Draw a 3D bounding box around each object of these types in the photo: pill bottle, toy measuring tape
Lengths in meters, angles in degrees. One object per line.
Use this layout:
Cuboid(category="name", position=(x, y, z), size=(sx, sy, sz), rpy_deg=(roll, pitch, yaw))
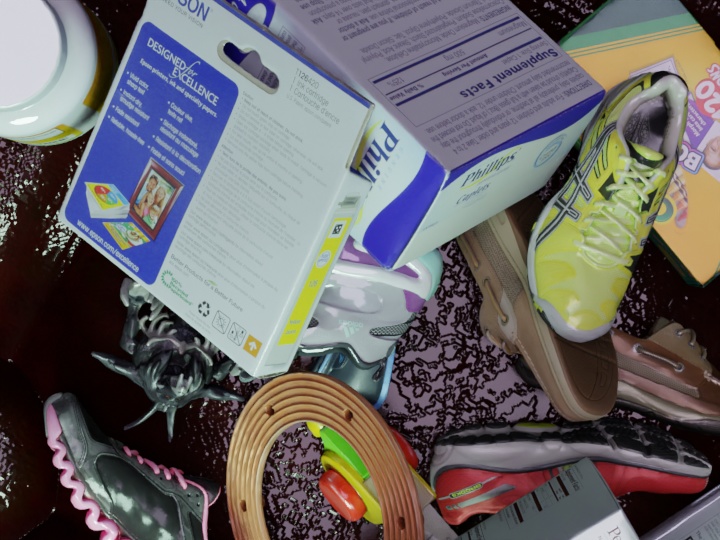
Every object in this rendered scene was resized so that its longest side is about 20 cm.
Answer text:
Cuboid(category="pill bottle", position=(-0.230, -0.144, 1.372), size=(0.111, 0.200, 0.111), rpy_deg=(0, 91, 0))
Cuboid(category="toy measuring tape", position=(0.031, 0.172, 1.434), size=(0.074, 0.074, 0.200), rpy_deg=(-43, 80, 1))

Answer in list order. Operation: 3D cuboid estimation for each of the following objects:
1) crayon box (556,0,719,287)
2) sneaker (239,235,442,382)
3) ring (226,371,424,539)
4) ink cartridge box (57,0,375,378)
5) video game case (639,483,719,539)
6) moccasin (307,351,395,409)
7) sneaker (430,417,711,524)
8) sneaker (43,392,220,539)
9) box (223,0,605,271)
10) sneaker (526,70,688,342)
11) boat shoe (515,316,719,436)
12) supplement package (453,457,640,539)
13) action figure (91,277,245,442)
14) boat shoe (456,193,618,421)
Cuboid(category="crayon box", position=(0.222, -0.101, 1.444), size=(0.119, 0.058, 0.200), rpy_deg=(-40, 91, 0))
Cuboid(category="sneaker", position=(-0.059, 0.007, 1.355), size=(0.200, 0.078, 0.140), rpy_deg=(27, 82, 6))
Cuboid(category="ring", position=(-0.024, 0.168, 1.406), size=(0.019, 0.200, 0.201), rpy_deg=(-10, 91, -42))
Cuboid(category="ink cartridge box", position=(-0.088, -0.067, 1.306), size=(0.198, 0.047, 0.200), rpy_deg=(37, 112, 28))
Cuboid(category="video game case", position=(0.327, 0.225, 1.453), size=(0.182, 0.022, 0.200), rpy_deg=(-34, 99, 0))
Cuboid(category="moccasin", position=(0.000, 0.000, 1.434), size=(0.068, 0.080, 0.200), rpy_deg=(9, 90, -3))
Cuboid(category="sneaker", position=(0.151, 0.154, 1.449), size=(0.200, 0.077, 0.085), rpy_deg=(0, 102, 7))
Cuboid(category="sneaker", position=(-0.152, 0.163, 1.444), size=(0.095, 0.079, 0.200), rpy_deg=(-32, 99, -4))
Cuboid(category="box", position=(0.026, -0.124, 1.351), size=(0.200, 0.184, 0.105), rpy_deg=(45, 134, 16))
Cuboid(category="sneaker", position=(0.166, -0.049, 1.350), size=(0.075, 0.076, 0.200), rpy_deg=(20, 72, -6))
Cuboid(category="boat shoe", position=(0.214, 0.070, 1.440), size=(0.200, 0.076, 0.074), rpy_deg=(15, 85, 0))
Cuboid(category="supplement package", position=(0.117, 0.260, 1.270), size=(0.200, 0.147, 0.191), rpy_deg=(-32, 96, 3))
Cuboid(category="action figure", position=(-0.117, 0.026, 1.425), size=(0.119, 0.102, 0.200), rpy_deg=(17, 89, -12))
Cuboid(category="boat shoe", position=(0.120, 0.030, 1.406), size=(0.065, 0.071, 0.200), rpy_deg=(-42, 47, 29))
